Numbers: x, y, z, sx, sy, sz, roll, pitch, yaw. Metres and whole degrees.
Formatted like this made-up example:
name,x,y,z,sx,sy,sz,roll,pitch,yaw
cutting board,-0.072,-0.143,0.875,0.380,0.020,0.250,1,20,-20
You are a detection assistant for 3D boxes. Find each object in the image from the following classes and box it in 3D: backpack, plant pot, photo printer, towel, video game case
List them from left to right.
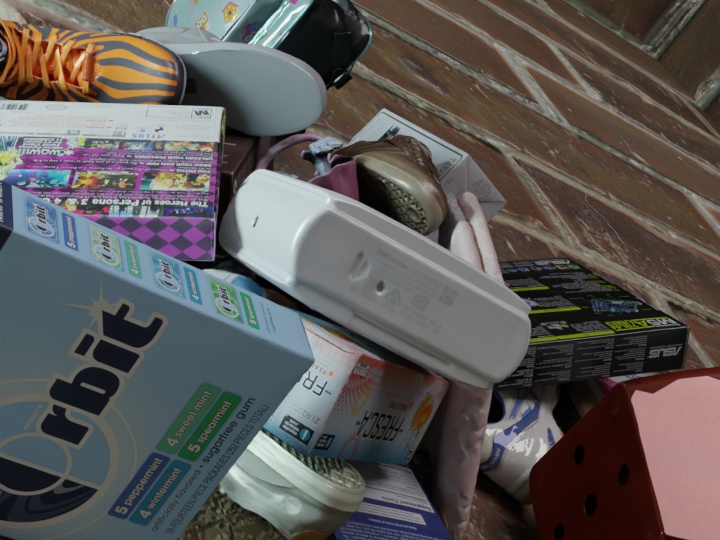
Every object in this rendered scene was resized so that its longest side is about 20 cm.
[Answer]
name,x,y,z,sx,sy,sz,roll,pitch,yaw
video game case,-0.192,-0.065,0.910,0.198,0.036,0.182,1,29,-5
backpack,-0.103,-0.237,1.333,0.153,0.176,0.200,31,18,-27
photo printer,0.000,0.000,0.865,0.165,0.070,0.200,28,-1,-21
towel,0.071,0.065,1.010,0.032,0.202,0.191,4,25,-4
plant pot,0.239,0.186,0.997,0.175,0.200,0.201,15,46,-23

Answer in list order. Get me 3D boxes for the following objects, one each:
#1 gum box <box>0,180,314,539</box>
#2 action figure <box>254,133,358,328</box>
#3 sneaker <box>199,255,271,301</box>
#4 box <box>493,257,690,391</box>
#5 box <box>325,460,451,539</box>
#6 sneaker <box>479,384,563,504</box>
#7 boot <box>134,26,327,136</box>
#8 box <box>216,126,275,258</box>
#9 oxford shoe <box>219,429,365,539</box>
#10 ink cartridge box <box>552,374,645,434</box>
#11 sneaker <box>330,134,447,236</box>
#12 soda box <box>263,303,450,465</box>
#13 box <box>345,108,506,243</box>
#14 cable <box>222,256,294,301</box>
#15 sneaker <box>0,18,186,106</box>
name,x,y,z,sx,sy,sz,roll,pitch,yaw
gum box,-0.152,0.059,0.681,0.199,0.170,0.045,25,25,-30
action figure,-0.033,0.012,1.031,0.149,0.133,0.202,36,-33,63
sneaker,-0.084,0.035,0.872,0.072,0.072,0.200,32,3,-1
box,0.153,0.042,1.194,0.198,0.048,0.193,-4,23,-26
box,0.008,0.170,0.902,0.121,0.032,0.201,20,27,-39
sneaker,0.120,0.106,1.147,0.088,0.075,0.200,32,22,-16
boot,-0.112,-0.162,1.078,0.198,0.074,0.096,10,30,13
box,-0.131,-0.083,1.079,0.099,0.076,0.200,8,25,4
oxford shoe,-0.082,0.108,0.857,0.199,0.058,0.075,34,15,31
ink cartridge box,0.240,0.158,1.238,0.199,0.075,0.165,24,27,-31
sneaker,0.030,-0.081,1.081,0.071,0.075,0.200,58,-13,-22
soda box,-0.008,0.076,0.847,0.063,0.069,0.200,29,0,21
box,0.034,-0.067,1.207,0.060,0.117,0.200,46,-3,-27
cable,-0.051,-0.018,1.153,0.199,0.051,0.164,20,28,-38
sneaker,-0.234,-0.148,0.994,0.198,0.078,0.112,7,1,18
